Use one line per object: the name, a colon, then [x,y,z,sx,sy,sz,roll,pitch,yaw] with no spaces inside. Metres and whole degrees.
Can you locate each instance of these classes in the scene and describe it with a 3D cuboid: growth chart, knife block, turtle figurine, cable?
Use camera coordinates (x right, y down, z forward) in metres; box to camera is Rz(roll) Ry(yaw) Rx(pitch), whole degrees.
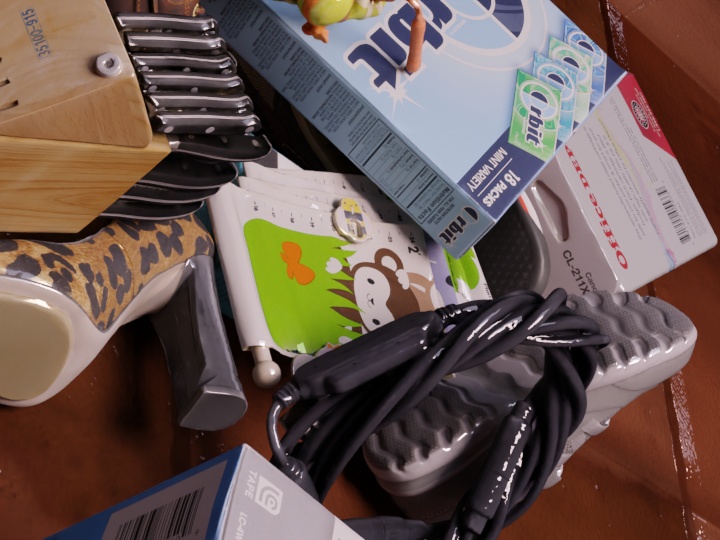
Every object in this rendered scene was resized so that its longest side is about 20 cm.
growth chart: [0.000,0.000,0.914,0.200,0.018,0.145,-3,64,-46]
knife block: [-0.139,-0.053,0.738,0.176,0.200,0.064,92,-24,-68]
turtle figurine: [-0.046,-0.164,0.863,0.161,0.064,0.200,50,8,26]
cable: [0.045,0.088,0.870,0.051,0.200,0.163,41,-31,48]

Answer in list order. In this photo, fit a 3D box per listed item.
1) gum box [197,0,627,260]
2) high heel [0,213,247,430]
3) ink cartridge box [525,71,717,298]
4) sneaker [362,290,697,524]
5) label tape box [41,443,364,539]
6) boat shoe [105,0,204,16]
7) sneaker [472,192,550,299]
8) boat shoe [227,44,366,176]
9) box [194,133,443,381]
gum box: [0.031,-0.128,0.977,0.200,0.045,0.170,44,47,0]
high heel: [-0.144,-0.009,0.796,0.200,0.071,0.143,23,34,-40]
ink cartridge box: [0.154,-0.050,1.230,0.200,0.083,0.146,-20,84,-59]
sneaker: [0.097,0.079,0.978,0.075,0.200,0.082,53,-14,51]
label tape box: [-0.037,0.170,0.719,0.200,0.143,0.066,42,37,-29]
boat shoe: [-0.106,-0.134,0.830,0.200,0.070,0.070,89,-15,-55]
sneaker: [0.070,-0.042,1.063,0.108,0.067,0.201,21,22,-52]
boat shoe: [-0.039,-0.110,1.009,0.072,0.066,0.201,-40,97,-39]
box: [-0.012,0.010,0.971,0.200,0.049,0.082,34,41,-38]
